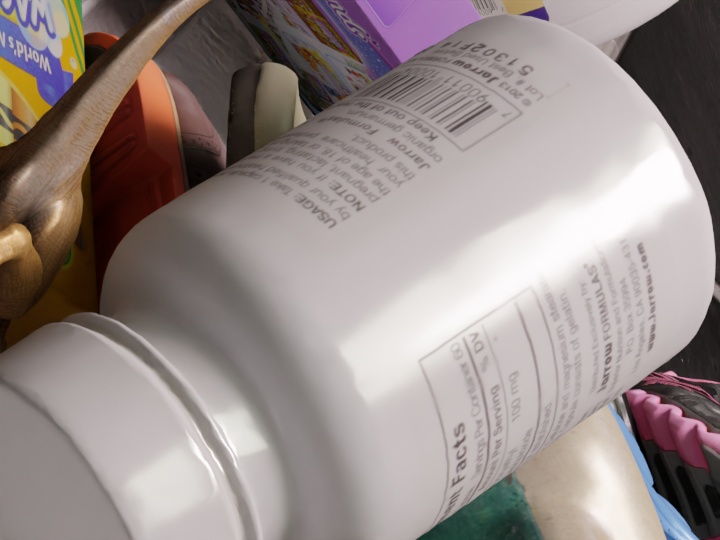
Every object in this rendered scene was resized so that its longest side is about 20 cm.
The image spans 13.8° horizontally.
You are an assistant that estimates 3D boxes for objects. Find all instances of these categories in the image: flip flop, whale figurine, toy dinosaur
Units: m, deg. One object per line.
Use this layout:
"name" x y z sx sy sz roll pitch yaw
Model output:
"flip flop" 0.000 0.000 0.953 0.200 0.057 0.081 71 11 -57
"whale figurine" 0.052 0.120 0.918 0.159 0.103 0.201 69 0 -72
"toy dinosaur" -0.093 -0.022 0.818 0.060 0.200 0.106 37 17 16

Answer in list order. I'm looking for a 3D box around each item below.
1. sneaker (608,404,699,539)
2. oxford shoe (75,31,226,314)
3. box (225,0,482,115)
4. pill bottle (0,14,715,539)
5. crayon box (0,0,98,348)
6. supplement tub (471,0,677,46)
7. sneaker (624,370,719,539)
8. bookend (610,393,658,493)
"sneaker" 0.084 0.115 1.058 0.083 0.071 0.200 -50 122 -18
"oxford shoe" -0.052 0.019 0.926 0.072 0.071 0.201 26 45 -46
"box" -0.011 -0.108 1.117 0.137 0.039 0.200 32 -14 45
"pill bottle" -0.008 0.021 0.817 0.200 0.114 0.115 -32 108 -30
"crayon box" -0.133 -0.059 0.887 0.126 0.051 0.201 38 41 -55
"supplement tub" 0.065 -0.206 1.336 0.200 0.145 0.145 65 23 -20
"sneaker" 0.144 0.074 1.268 0.200 0.095 0.079 -164 -119 -68
"bookend" 0.052 0.130 1.137 0.199 0.092 0.201 -21 93 -68
